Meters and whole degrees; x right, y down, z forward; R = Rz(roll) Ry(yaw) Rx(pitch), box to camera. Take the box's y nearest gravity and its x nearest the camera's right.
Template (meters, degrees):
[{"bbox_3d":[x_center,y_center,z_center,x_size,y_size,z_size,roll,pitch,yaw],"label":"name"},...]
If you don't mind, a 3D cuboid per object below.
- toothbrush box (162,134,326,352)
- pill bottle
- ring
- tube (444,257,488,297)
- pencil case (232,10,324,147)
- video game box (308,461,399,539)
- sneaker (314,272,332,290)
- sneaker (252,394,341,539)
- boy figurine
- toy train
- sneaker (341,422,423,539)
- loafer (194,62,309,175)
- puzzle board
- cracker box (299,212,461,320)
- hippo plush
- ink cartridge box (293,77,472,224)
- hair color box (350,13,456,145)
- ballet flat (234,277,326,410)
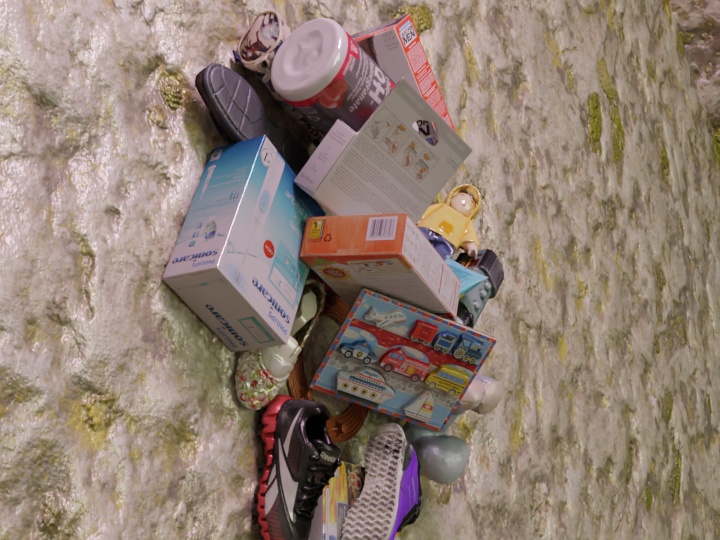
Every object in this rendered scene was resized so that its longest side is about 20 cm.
[{"bbox_3d":[-0.131,-0.030,1.383,0.147,0.084,0.202,52,42,-38],"label":"toothbrush box"},{"bbox_3d":[-0.013,-0.212,1.477,0.200,0.109,0.112,39,49,-44],"label":"pill bottle"},{"bbox_3d":[-0.034,0.123,1.554,0.200,0.019,0.204,28,57,-53],"label":"ring"},{"bbox_3d":[0.087,0.044,1.644,0.199,0.077,0.051,-37,140,-32],"label":"tube"},{"bbox_3d":[-0.080,-0.239,1.538,0.200,0.077,0.091,45,43,-42],"label":"pencil case"},{"bbox_3d":[-0.012,0.348,1.494,0.182,0.046,0.204,28,57,-55],"label":"video game box"},{"bbox_3d":[0.000,0.000,1.608,0.199,0.080,0.076,20,92,-54],"label":"sneaker"},{"bbox_3d":[-0.071,0.242,1.382,0.071,0.097,0.204,27,59,-54],"label":"sneaker"},{"bbox_3d":[0.132,-0.060,1.797,0.200,0.123,0.065,-44,160,-44],"label":"boy figurine"},{"bbox_3d":[0.140,0.039,1.772,0.086,0.113,0.200,65,34,-20],"label":"toy train"},{"bbox_3d":[0.040,0.300,1.486,0.100,0.069,0.202,55,39,-36],"label":"sneaker"},{"bbox_3d":[-0.141,-0.168,1.442,0.200,0.062,0.073,44,48,-38],"label":"loafer"},{"bbox_3d":[0.054,0.117,1.486,0.198,0.152,0.017,21,21,-21],"label":"puzzle board"},{"bbox_3d":[0.029,0.000,1.450,0.200,0.132,0.059,48,47,-55],"label":"cracker box"},{"bbox_3d":[0.083,0.203,1.628,0.158,0.199,0.163,13,95,-38],"label":"hippo plush"},{"bbox_3d":[0.032,-0.130,1.469,0.177,0.045,0.200,-53,142,1],"label":"ink cartridge box"},{"bbox_3d":[0.049,-0.232,1.619,0.064,0.110,0.202,-49,120,-53],"label":"hair color box"},{"bbox_3d":[-0.094,0.078,1.426,0.076,0.064,0.202,43,44,-22],"label":"ballet flat"}]
